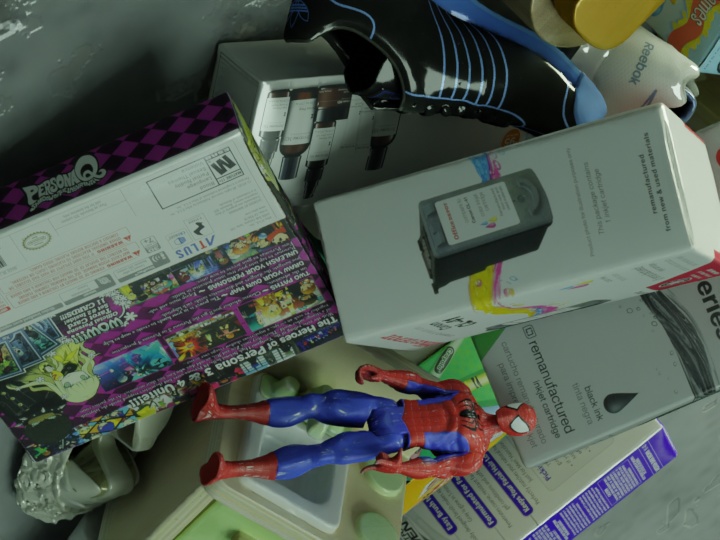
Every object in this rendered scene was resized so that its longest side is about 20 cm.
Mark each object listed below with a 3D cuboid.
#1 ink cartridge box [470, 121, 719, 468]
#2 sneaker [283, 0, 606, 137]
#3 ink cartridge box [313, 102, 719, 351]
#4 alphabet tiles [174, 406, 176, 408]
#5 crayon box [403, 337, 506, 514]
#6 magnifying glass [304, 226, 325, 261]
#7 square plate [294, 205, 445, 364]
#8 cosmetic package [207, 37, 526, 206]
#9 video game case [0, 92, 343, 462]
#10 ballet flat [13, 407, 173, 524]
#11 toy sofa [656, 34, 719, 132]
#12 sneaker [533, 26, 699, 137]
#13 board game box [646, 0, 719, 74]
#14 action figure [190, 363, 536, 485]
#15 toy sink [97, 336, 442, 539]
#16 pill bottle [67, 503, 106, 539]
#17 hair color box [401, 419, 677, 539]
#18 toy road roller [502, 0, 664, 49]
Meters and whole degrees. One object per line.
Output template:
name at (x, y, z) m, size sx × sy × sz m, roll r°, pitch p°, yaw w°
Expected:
ink cartridge box at (0.165, 0.012, 1.563) m, size 0.199 × 0.147 × 0.084 m, roll -24°, pitch 173°, yaw 9°
sneaker at (0.043, -0.108, 1.421) m, size 0.200 × 0.070 × 0.078 m, roll 33°, pitch 77°, yaw -26°
ink cartridge box at (0.093, -0.019, 1.457) m, size 0.199 × 0.086 × 0.148 m, roll -16°, pitch 172°, yaw 15°
alphabet tiles at (-0.049, 0.060, 1.658) m, size 0.199 × 0.015 × 0.196 m, roll -28°, pitch 142°, yaw -17°
crayon box at (0.058, 0.092, 1.715) m, size 0.200 × 0.058 × 0.119 m, roll -34°, pitch 168°, yaw -33°
magnifying glass at (-0.038, -0.006, 1.515) m, size 0.199 × 0.022 × 0.080 m, roll 5°, pitch 138°, yaw -50°
square plate at (0.000, 0.000, 1.607) m, size 0.198 × 0.028 × 0.200 m, roll -36°, pitch 143°, yaw -11°
cosmetic package at (0.007, -0.085, 1.477) m, size 0.199 × 0.051 × 0.083 m, roll -8°, pitch 126°, yaw -36°
video game case at (-0.125, 0.008, 1.418) m, size 0.199 × 0.036 × 0.182 m, roll -23°, pitch 138°, yaw 6°
ballet flat at (-0.149, 0.092, 1.557) m, size 0.071 × 0.072 × 0.201 m, roll -9°, pitch 139°, yaw -40°
toy sofa at (0.259, -0.068, 1.648) m, size 0.082 × 0.200 × 0.098 m, roll -13°, pitch 134°, yaw -37°
sneaker at (0.152, -0.101, 1.555) m, size 0.200 × 0.087 × 0.075 m, roll 48°, pitch 68°, yaw -84°
board game box at (0.253, -0.181, 1.587) m, size 0.199 × 0.103 × 0.105 m, roll 2°, pitch 129°, yaw -49°
action figure at (0.008, 0.088, 1.489) m, size 0.199 × 0.066 × 0.052 m, roll -1°, pitch 153°, yaw -23°
toy sink at (-0.051, 0.136, 1.560) m, size 0.130 × 0.112 × 0.200 m, roll 31°, pitch 128°, yaw -20°
pill bottle at (-0.179, 0.248, 1.678) m, size 0.114 × 0.114 × 0.200 m, roll 1°, pitch 131°, yaw -47°
hair color box at (0.109, 0.142, 1.850) m, size 0.200 × 0.109 × 0.065 m, roll -37°, pitch 151°, yaw -2°
toy road roller at (0.122, -0.231, 1.375) m, size 0.200 × 0.123 × 0.146 m, roll -48°, pitch 136°, yaw 7°
